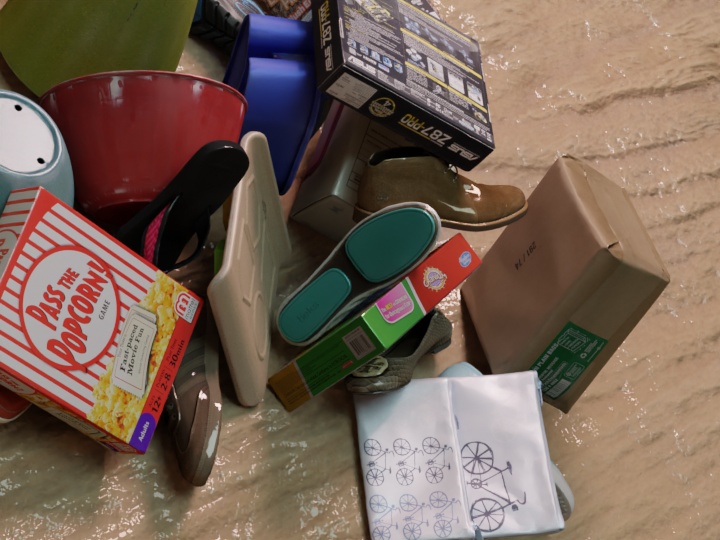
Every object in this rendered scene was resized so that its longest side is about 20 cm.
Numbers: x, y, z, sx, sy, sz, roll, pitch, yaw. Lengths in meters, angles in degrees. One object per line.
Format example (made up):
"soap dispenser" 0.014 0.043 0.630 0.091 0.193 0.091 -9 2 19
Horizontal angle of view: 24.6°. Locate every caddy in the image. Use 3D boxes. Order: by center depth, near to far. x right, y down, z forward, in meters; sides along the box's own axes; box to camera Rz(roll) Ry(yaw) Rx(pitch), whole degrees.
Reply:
"caddy" -0.084 -0.170 1.699 0.104 0.201 0.142 8 50 -15

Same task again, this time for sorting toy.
"sorting toy" -0.110 -0.001 1.579 0.036 0.186 0.201 1 48 10

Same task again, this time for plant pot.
"plant pot" -0.331 -0.082 1.454 0.199 0.135 0.202 23 46 -26
"plant pot" -0.233 -0.277 1.623 0.186 0.200 0.188 25 37 -21

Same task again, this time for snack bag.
"snack bag" 0.097 0.185 1.630 0.198 0.021 0.190 -2 56 -6

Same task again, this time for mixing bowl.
"mixing bowl" -0.204 -0.104 1.561 0.199 0.199 0.110 7 74 -37

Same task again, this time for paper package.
"paper package" 0.217 0.014 1.771 0.103 0.201 0.191 25 26 -25

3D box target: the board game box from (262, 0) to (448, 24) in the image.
"board game box" -0.005 -0.301 1.924 0.201 0.097 0.159 54 35 8

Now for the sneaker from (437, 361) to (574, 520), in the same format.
"sneaker" 0.159 0.171 1.722 0.200 0.074 0.082 47 45 0

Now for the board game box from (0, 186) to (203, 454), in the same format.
"board game box" -0.239 0.046 1.404 0.200 0.046 0.153 37 62 -38

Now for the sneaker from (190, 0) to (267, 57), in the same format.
"sneaker" -0.114 -0.255 1.824 0.200 0.073 0.082 48 40 0

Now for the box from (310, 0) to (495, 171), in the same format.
"box" 0.042 -0.206 1.654 0.199 0.049 0.162 25 43 -31

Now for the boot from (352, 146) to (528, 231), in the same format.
"boot" 0.089 -0.084 1.674 0.198 0.076 0.074 -2 19 -29

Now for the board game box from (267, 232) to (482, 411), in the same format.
"board game box" 0.016 0.050 1.634 0.040 0.153 0.200 53 40 -2

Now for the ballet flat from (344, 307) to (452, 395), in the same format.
"ballet flat" 0.041 0.079 1.687 0.200 0.067 0.047 -31 124 -56

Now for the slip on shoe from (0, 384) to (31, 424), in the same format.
"slip on shoe" -0.276 0.058 1.439 0.074 0.061 0.200 55 39 -16

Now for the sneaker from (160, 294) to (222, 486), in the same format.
"sneaker" -0.168 0.108 1.512 0.075 0.071 0.201 7 49 -13

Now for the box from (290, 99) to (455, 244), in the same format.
"box" 0.028 -0.125 1.765 0.127 0.109 0.202 29 68 -21

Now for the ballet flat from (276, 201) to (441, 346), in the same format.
"ballet flat" 0.000 0.000 1.623 0.069 0.200 0.070 46 15 -16

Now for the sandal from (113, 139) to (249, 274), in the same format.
"sandal" -0.169 -0.036 1.506 0.075 0.200 0.045 11 42 -44
